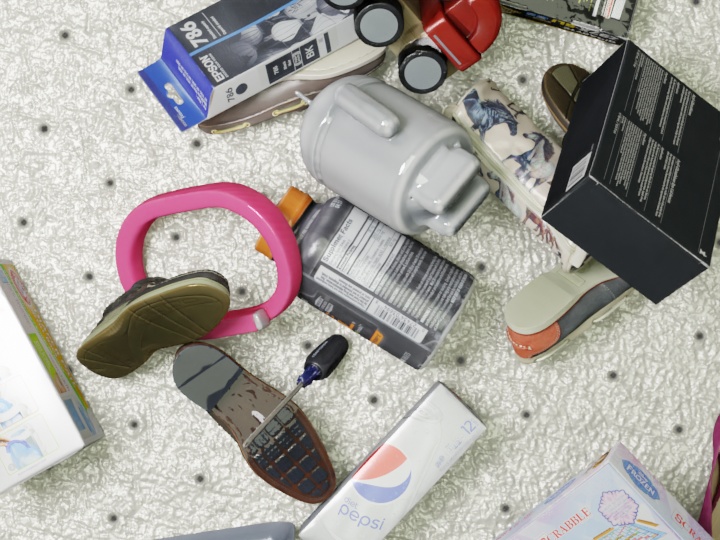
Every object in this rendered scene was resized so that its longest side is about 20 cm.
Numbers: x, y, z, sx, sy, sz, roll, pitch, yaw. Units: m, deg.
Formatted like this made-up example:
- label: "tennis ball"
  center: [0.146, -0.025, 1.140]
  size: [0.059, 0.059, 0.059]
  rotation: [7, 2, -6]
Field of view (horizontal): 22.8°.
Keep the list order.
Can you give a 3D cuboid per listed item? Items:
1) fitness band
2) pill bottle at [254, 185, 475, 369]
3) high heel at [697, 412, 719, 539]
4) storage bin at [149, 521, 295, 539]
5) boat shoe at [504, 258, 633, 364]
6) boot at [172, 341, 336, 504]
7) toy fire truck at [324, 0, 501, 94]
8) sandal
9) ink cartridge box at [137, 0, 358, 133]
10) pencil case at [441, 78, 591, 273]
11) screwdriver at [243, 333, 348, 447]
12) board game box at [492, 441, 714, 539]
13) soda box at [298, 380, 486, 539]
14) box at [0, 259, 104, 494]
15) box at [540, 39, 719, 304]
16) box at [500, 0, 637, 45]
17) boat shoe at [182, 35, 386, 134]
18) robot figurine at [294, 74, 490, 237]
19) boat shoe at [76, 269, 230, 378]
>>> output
- label: "fitness band"
  center: [-0.146, -0.008, 1.679]
  size: [0.199, 0.037, 0.144]
  rotation: [-9, 105, 34]
- label: "pill bottle"
  center: [0.000, 0.000, 1.691]
  size: [0.200, 0.106, 0.106]
  rotation: [32, 90, 0]
- label: "high heel"
  center: [0.364, 0.197, 1.695]
  size: [0.067, 0.096, 0.201]
  rotation: [15, 90, 0]
- label: "storage bin"
  center: [-0.148, 0.331, 1.681]
  size: [0.199, 0.146, 0.135]
  rotation: [-10, 100, 0]
- label: "boat shoe"
  center: [0.222, 0.016, 1.711]
  size: [0.200, 0.063, 0.071]
  rotation: [-35, 46, -16]
- label: "boot"
  center: [-0.100, 0.136, 1.706]
  size: [0.075, 0.097, 0.200]
  rotation: [-43, 102, -1]
- label: "toy fire truck"
  center: [0.079, -0.293, 1.637]
  size: [0.200, 0.129, 0.176]
  rotation: [-34, 120, 21]
- label: "sandal"
  center: [0.234, -0.109, 1.715]
  size: [0.200, 0.055, 0.082]
  rotation: [52, 46, 5]
- label: "ink cartridge box"
  center: [-0.107, -0.215, 1.682]
  size: [0.200, 0.039, 0.100]
  rotation: [-31, 56, -13]
- label: "pencil case"
  center: [0.158, -0.088, 1.681]
  size: [0.200, 0.089, 0.078]
  rotation: [47, 134, 15]
- label: "screwdriver"
  center: [-0.065, 0.111, 1.661]
  size: [0.029, 0.200, 0.028]
  rotation: [22, 124, 21]
- label: "board game box"
  center: [0.239, 0.290, 1.671]
  size: [0.200, 0.041, 0.200]
  rotation: [47, 124, 0]
- label: "soda box"
  center: [0.030, 0.198, 1.709]
  size: [0.063, 0.068, 0.200]
  rotation: [44, 90, 0]
- label: "box"
  center: [-0.339, 0.097, 1.685]
  size: [0.101, 0.112, 0.200]
  rotation: [-28, 90, 1]
- label: "box"
  center: [0.257, -0.091, 1.625]
  size: [0.141, 0.079, 0.200]
  rotation: [34, 46, -12]
- label: "box"
  center: [0.204, -0.335, 1.721]
  size: [0.159, 0.049, 0.201]
  rotation: [15, 90, -3]
- label: "boat shoe"
  center: [-0.068, -0.183, 1.715]
  size: [0.199, 0.060, 0.072]
  rotation: [-18, 50, -3]
- label: "robot figurine"
  center: [0.024, -0.108, 1.654]
  size: [0.200, 0.170, 0.113]
  rotation: [33, 71, 30]
- label: "boat shoe"
  center: [-0.192, 0.036, 1.663]
  size: [0.072, 0.201, 0.066]
  rotation: [33, 47, -28]
